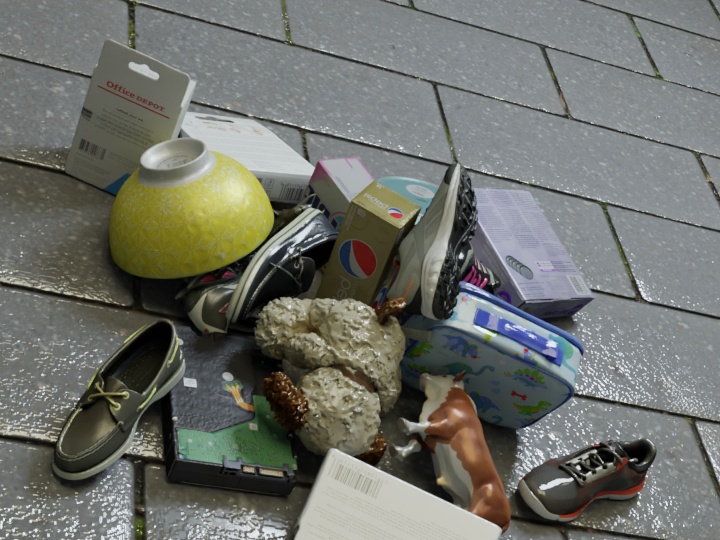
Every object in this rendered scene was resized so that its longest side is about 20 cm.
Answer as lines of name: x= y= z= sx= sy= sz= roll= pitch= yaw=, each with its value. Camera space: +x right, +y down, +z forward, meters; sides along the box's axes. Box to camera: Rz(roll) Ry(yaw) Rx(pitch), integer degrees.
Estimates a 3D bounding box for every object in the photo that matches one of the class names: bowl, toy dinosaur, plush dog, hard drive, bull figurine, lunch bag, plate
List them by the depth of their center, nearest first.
hard drive: x=-0.145 y=0.148 z=1.546 sx=0.139 sy=0.038 sz=0.201 roll=10 pitch=38 yaw=-21
plush dog: x=-0.016 y=0.123 z=1.552 sx=0.199 sy=0.160 sz=0.173 roll=33 pitch=54 yaw=-25
bull figurine: x=0.098 y=0.201 z=1.578 sx=0.121 sy=0.065 sz=0.201 roll=-12 pitch=68 yaw=-35
bowl: x=-0.205 y=-0.088 z=1.666 sx=0.198 sy=0.108 sz=0.201 roll=-7 pitch=31 yaw=4
lunch bag: x=0.148 y=0.100 z=1.668 sx=0.199 sy=0.161 sz=0.083 roll=25 pitch=56 yaw=-12
toy dinosaur: x=-0.151 y=-0.053 z=1.773 sx=0.199 sy=0.078 sz=0.102 roll=9 pitch=21 yaw=34
plate: x=0.081 y=-0.089 z=1.946 sx=0.198 sy=0.026 sz=0.201 roll=14 pitch=23 yaw=-6

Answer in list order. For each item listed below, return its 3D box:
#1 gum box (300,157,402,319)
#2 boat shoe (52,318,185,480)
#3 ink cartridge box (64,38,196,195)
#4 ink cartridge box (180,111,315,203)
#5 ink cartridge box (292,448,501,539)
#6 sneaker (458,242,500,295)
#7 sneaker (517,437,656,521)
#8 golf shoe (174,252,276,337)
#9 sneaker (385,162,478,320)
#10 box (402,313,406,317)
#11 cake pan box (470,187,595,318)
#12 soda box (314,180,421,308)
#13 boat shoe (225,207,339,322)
gum box: x=0.001 y=-0.033 z=1.794 sx=0.066 sy=0.114 sz=0.200 roll=-7 pitch=47 yaw=-37
boat shoe: x=-0.247 y=0.128 z=1.460 sx=0.072 sy=0.061 sz=0.202 roll=20 pitch=45 yaw=19
ink cartridge box: x=-0.274 y=-0.190 z=1.742 sx=0.115 sy=0.201 sz=0.067 roll=24 pitch=35 yaw=-3
ink cartridge box: x=-0.165 y=-0.151 z=1.901 sx=0.161 sy=0.051 sz=0.200 roll=3 pitch=23 yaw=-38
ink cartridge box: x=0.023 y=0.300 z=1.452 sx=0.199 sy=0.044 sz=0.175 roll=25 pitch=65 yaw=-1
sneaker: x=0.127 y=0.012 z=1.726 sx=0.087 sy=0.074 sz=0.200 roll=43 pitch=1 yaw=7
sneaker: x=0.266 y=0.227 z=1.666 sx=0.199 sy=0.082 sz=0.077 roll=-10 pitch=49 yaw=-40
golf shoe: x=-0.124 y=0.028 z=1.693 sx=0.199 sy=0.077 sz=0.088 roll=-20 pitch=73 yaw=-39
sneaker: x=0.081 y=-0.039 z=1.612 sx=0.079 sy=0.074 sz=0.201 roll=3 pitch=57 yaw=26
box: x=0.103 y=0.035 z=1.834 sx=0.116 sy=0.049 sz=0.201 roll=2 pitch=41 yaw=-32
cake pan box: x=0.208 y=-0.024 z=1.903 sx=0.199 sy=0.052 sz=0.185 roll=-3 pitch=59 yaw=-53
soda box: x=0.000 y=0.000 z=1.678 sx=0.067 sy=0.201 sz=0.064 roll=30 pitch=35 yaw=12
boat shoe: x=-0.084 y=-0.001 z=1.638 sx=0.062 sy=0.075 sz=0.200 roll=36 pitch=44 yaw=9
